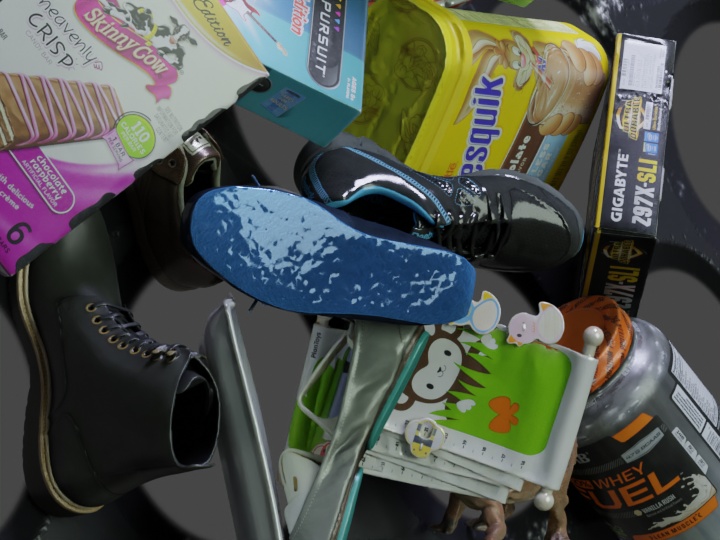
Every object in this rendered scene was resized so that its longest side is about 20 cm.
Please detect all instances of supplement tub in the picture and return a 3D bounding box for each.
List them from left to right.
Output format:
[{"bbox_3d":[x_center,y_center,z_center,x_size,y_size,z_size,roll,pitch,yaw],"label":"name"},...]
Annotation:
[{"bbox_3d":[0.203,0.120,1.804,0.200,0.122,0.123,49,48,-26],"label":"supplement tub"}]

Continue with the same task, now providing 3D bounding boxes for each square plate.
[{"bbox_3d":[-0.070,0.115,1.499,0.198,0.028,0.200,-162,-120,-87],"label":"square plate"}]

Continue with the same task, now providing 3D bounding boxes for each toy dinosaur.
[{"bbox_3d":[0.105,0.124,1.685,0.200,0.086,0.136,3,102,-51],"label":"toy dinosaur"}]

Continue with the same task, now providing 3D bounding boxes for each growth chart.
[{"bbox_3d":[0.053,0.082,1.604,0.018,0.200,0.145,-82,180,-84],"label":"growth chart"}]

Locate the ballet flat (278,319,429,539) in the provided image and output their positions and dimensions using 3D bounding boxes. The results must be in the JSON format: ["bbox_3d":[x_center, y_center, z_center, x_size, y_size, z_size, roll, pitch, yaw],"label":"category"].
[{"bbox_3d":[-0.018,0.112,1.559,0.064,0.067,0.200,21,80,4],"label":"ballet flat"}]

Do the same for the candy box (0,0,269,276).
[{"bbox_3d":[-0.173,-0.110,1.435,0.200,0.061,0.136,-40,107,-15],"label":"candy box"}]

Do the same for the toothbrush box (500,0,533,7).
[{"bbox_3d":[0.068,-0.264,1.657,0.200,0.146,0.086,10,67,-27],"label":"toothbrush box"}]

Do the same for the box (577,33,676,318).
[{"bbox_3d":[0.194,-0.056,1.808,0.200,0.049,0.160,90,7,-67],"label":"box"}]

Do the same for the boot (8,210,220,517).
[{"bbox_3d":[-0.135,0.037,1.447,0.077,0.138,0.200,3,76,-44],"label":"boot"}]

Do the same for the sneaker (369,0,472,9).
[{"bbox_3d":[0.020,-0.211,1.734,0.200,0.077,0.082,-22,90,-48],"label":"sneaker"}]

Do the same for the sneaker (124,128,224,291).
[{"bbox_3d":[-0.122,-0.086,1.541,0.070,0.075,0.200,-36,107,-46],"label":"sneaker"}]

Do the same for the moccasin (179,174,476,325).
[{"bbox_3d":[-0.027,-0.002,1.516,0.200,0.068,0.081,21,87,-26],"label":"moccasin"}]

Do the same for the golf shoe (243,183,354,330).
[{"bbox_3d":[0.000,0.000,1.639,0.200,0.094,0.078,38,55,-33],"label":"golf shoe"}]

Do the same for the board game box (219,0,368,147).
[{"bbox_3d":[-0.089,-0.186,1.567,0.200,0.047,0.151,24,48,-25],"label":"board game box"}]

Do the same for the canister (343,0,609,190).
[{"bbox_3d":[0.074,-0.113,1.719,0.200,0.087,0.149,-1,120,-50],"label":"canister"}]

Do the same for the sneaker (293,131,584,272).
[{"bbox_3d":[0.053,-0.029,1.604,0.200,0.073,0.082,11,26,-13],"label":"sneaker"}]
